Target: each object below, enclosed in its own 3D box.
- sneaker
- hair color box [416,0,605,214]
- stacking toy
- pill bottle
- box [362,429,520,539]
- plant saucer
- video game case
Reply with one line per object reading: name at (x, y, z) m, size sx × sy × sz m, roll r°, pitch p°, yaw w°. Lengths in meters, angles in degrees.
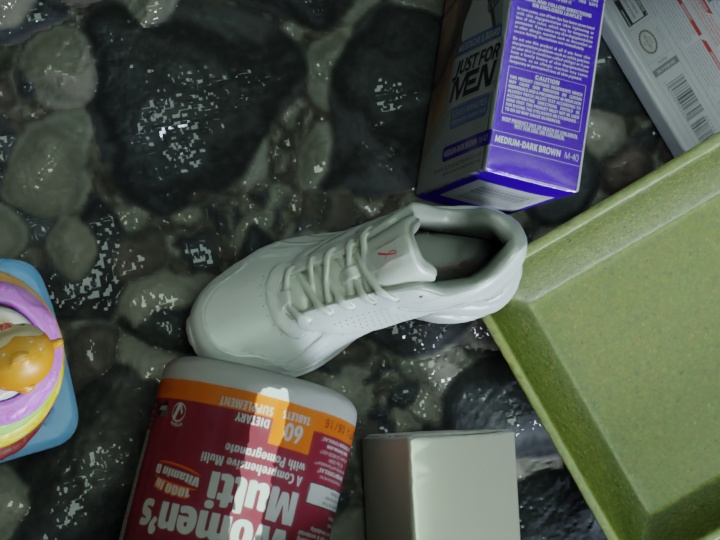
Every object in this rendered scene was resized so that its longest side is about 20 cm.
sneaker at (0.000, 0.000, 1.055) m, size 0.199 × 0.099 × 0.078 m, roll -18°, pitch 78°, yaw -12°
hair color box at (0.091, -0.140, 1.108) m, size 0.064 × 0.109 × 0.201 m, roll 13°, pitch 80°, yaw -18°
stacking toy at (-0.184, 0.044, 0.937) m, size 0.115 × 0.200 × 0.110 m, roll -16°, pitch 91°, yaw -20°
pill bottle at (-0.075, 0.154, 1.017) m, size 0.109 × 0.109 × 0.201 m, roll 17°, pitch 79°, yaw -18°
box at (0.048, 0.190, 1.076) m, size 0.068 × 0.082 × 0.201 m, roll -1°, pitch 86°, yaw -20°
plant saucer at (0.195, 0.045, 1.121) m, size 0.199 × 0.048 × 0.201 m, roll -30°, pitch 83°, yaw 3°
video game case at (0.242, -0.175, 1.218) m, size 0.200 × 0.018 × 0.144 m, roll -35°, pitch 97°, yaw -20°
